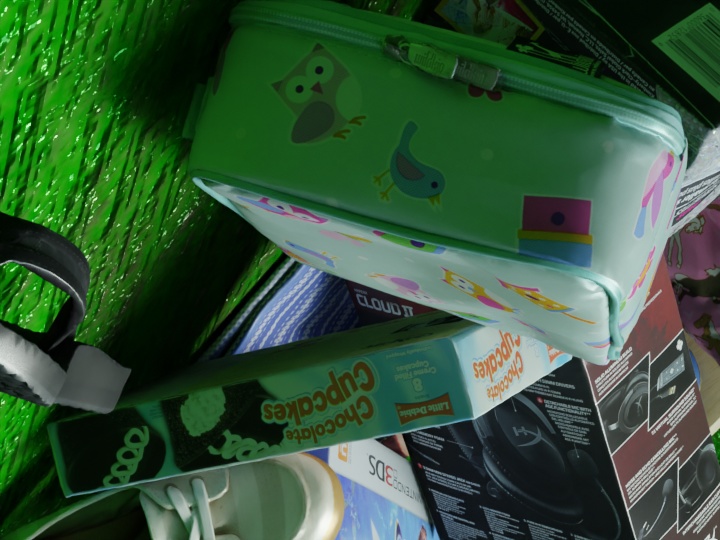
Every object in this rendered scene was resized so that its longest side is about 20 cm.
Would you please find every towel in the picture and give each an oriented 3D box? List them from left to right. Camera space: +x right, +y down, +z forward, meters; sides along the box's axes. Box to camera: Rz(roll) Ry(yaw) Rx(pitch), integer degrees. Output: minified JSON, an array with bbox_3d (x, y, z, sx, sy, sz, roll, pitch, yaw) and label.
[{"bbox_3d":[0.000,0.000,0.962,0.145,0.024,0.200,-49,168,15],"label":"towel"}]

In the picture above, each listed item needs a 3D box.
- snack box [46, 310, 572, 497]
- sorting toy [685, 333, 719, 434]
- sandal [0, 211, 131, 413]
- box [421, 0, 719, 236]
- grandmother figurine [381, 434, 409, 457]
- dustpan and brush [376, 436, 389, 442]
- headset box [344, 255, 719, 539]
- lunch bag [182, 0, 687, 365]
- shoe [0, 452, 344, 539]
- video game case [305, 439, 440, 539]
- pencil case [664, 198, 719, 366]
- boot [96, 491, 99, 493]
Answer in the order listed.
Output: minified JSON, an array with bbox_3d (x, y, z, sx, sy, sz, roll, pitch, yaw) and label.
[{"bbox_3d":[-0.021,0.052,0.789,0.200,0.037,0.116,-14,-176,28],"label":"snack box"},{"bbox_3d":[0.209,0.011,1.309,0.200,0.199,0.070,-49,155,22],"label":"sorting toy"},{"bbox_3d":[-0.109,0.008,0.540,0.200,0.075,0.048,85,25,-84],"label":"sandal"},{"bbox_3d":[0.130,-0.099,0.794,0.200,0.132,0.115,-35,163,-41],"label":"box"},{"bbox_3d":[0.023,0.087,1.123,0.200,0.121,0.061,-23,143,23],"label":"grandmother figurine"},{"bbox_3d":[0.055,0.033,1.032,0.200,0.057,0.140,-47,-170,41],"label":"dustpan and brush"},{"bbox_3d":[0.087,0.058,0.906,0.077,0.149,0.200,-39,123,-34],"label":"headset box"},{"bbox_3d":[0.027,-0.031,0.632,0.200,0.160,0.077,50,60,-77],"label":"lunch bag"},{"bbox_3d":[-0.102,0.131,0.816,0.200,0.070,0.053,-21,168,13],"label":"shoe"},{"bbox_3d":[-0.005,0.187,0.917,0.045,0.200,0.181,-4,162,21],"label":"video game case"},{"bbox_3d":[0.159,-0.034,0.953,0.083,0.200,0.087,-42,169,-14],"label":"pencil case"},{"bbox_3d":[-0.060,0.145,0.927,0.070,0.146,0.200,-18,-178,39],"label":"boot"}]
